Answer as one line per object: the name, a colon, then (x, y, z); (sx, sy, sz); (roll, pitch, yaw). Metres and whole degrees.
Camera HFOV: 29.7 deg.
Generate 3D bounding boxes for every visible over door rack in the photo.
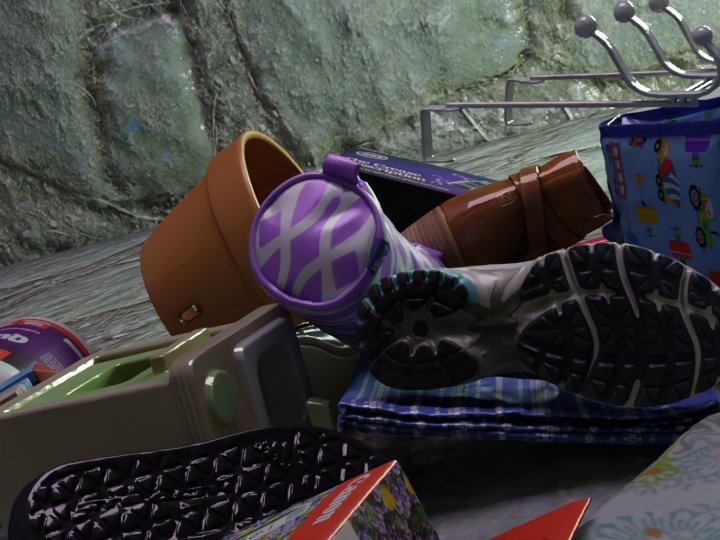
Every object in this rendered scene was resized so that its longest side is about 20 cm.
over door rack: (0.145, -0.127, 0.844); (0.198, 0.068, 0.147); (-10, 9, 33)

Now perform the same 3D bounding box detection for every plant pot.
plant pot: (-0.103, -0.004, 1.214); (0.139, 0.202, 0.200); (-30, 4, 16)

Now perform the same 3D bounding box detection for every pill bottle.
pill bottle: (-0.267, 0.107, 1.004); (0.111, 0.114, 0.200); (-15, 8, 7)

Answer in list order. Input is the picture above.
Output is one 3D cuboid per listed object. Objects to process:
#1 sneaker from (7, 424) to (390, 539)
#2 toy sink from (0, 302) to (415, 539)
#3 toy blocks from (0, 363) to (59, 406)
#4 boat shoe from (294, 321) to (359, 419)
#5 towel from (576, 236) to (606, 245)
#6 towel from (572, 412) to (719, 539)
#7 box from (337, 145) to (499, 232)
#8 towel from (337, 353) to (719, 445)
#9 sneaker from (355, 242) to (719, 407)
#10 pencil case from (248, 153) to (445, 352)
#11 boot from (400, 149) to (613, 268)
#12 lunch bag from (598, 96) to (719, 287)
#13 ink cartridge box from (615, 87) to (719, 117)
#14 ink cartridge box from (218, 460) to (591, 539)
sneaker: (-0.071, 0.124, 0.646); (0.197, 0.072, 0.083); (1, -37, -11)
toy sink: (-0.088, 0.092, 0.751); (0.198, 0.114, 0.130); (-12, 9, 23)
toy blocks: (-0.239, 0.118, 0.811); (0.136, 0.101, 0.200); (-30, 9, -3)
boat shoe: (-0.034, 0.070, 0.909); (0.066, 0.076, 0.198); (0, 14, 43)
towel: (0.274, -0.020, 1.116); (0.143, 0.023, 0.200); (-16, 10, -12)
towel: (0.170, 0.090, 0.491); (0.170, 0.049, 0.199); (-8, 11, 42)
box: (0.069, -0.047, 1.219); (0.197, 0.080, 0.141); (14, 11, 7)
towel: (0.090, 0.063, 0.734); (0.197, 0.024, 0.145); (1, 9, 6)
sneaker: (0.101, 0.022, 0.693); (0.197, 0.079, 0.086); (2, 5, 26)
pencil case: (0.000, 0.000, 0.800); (0.083, 0.087, 0.200); (13, -10, 17)
boot: (0.109, -0.019, 0.980); (0.154, 0.077, 0.200); (-28, -26, 10)
lunch bag: (0.199, -0.019, 0.791); (0.093, 0.153, 0.200); (-18, 9, -21)
ink cartridge box: (0.297, -0.063, 0.912); (0.197, 0.147, 0.147); (-16, 7, -4)
ink cartridge box: (-0.020, 0.121, 0.503); (0.199, 0.051, 0.109); (-28, 3, 25)
